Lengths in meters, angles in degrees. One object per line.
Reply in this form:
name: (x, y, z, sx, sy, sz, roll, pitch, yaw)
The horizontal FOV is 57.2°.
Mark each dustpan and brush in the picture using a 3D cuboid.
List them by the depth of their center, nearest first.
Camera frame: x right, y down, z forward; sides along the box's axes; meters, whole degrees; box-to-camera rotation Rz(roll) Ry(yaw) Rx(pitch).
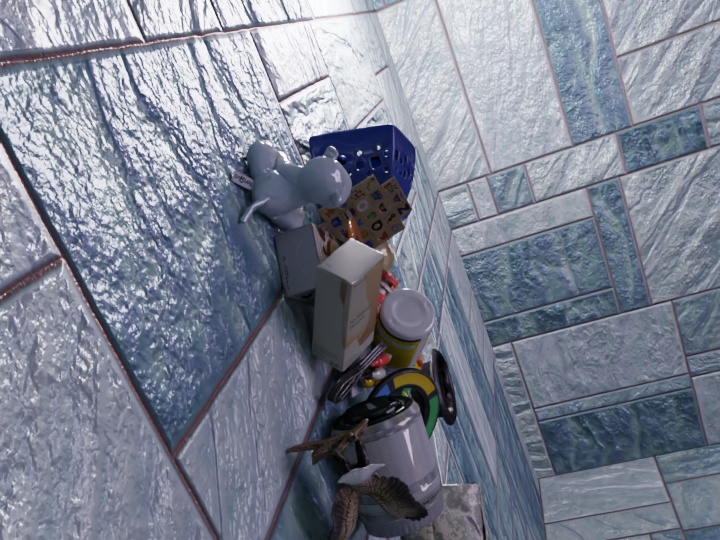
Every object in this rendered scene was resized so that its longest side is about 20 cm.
dustpan and brush: (-0.007, 0.170, 1.322, 0.200, 0.057, 0.141, -2, 87, -67)

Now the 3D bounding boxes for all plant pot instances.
plant pot: (0.011, -0.200, 1.464, 0.200, 0.198, 0.182, 19, 67, -71)

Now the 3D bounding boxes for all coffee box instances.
coffee box: (-0.070, -0.001, 1.207, 0.200, 0.079, 0.114, 27, 48, -68)

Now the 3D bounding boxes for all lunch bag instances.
lunch bag: (0.183, 0.543, 1.353, 0.140, 0.166, 0.201, 57, 23, -43)

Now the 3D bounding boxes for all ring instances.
ring: (0.000, 0.000, 1.249, 0.200, 0.019, 0.202, -13, 90, -83)

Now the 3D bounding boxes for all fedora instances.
fedora: (0.183, 0.309, 1.718, 0.200, 0.091, 0.202, -17, 90, -74)

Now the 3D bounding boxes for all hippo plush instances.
hippo plush: (-0.103, -0.161, 1.115, 0.200, 0.159, 0.161, 17, 58, -71)

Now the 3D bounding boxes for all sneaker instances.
sneaker: (0.026, 0.054, 1.394, 0.067, 0.108, 0.201, 39, 14, 0)

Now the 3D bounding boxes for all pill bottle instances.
pill bottle: (0.078, 0.134, 1.342, 0.201, 0.110, 0.112, 104, -16, -54)

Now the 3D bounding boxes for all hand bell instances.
hand bell: (-0.008, -0.005, 1.451, 0.200, 0.103, 0.105, -37, 110, -60)

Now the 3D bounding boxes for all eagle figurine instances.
eagle figurine: (0.003, 0.328, 0.977, 0.151, 0.151, 0.202, -29, 104, -54)

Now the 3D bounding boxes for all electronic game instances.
electronic game: (0.079, 0.288, 1.293, 0.199, 0.041, 0.202, -11, 108, -35)

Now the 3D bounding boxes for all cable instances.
cable: (0.009, 0.186, 1.190, 0.050, 0.098, 0.200, 34, 16, 12)

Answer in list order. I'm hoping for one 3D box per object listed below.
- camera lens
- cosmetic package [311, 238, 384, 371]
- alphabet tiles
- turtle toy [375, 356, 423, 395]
camera lens: (0.046, 0.326, 1.131, 0.160, 0.159, 0.202, -25, 98, -73)
cosmetic package: (-0.023, 0.060, 1.115, 0.105, 0.071, 0.201, -42, 149, -42)
alphabet tiles: (0.005, -0.104, 1.358, 0.167, 0.199, 0.006, 53, 6, -44)
turtle toy: (0.085, 0.187, 1.499, 0.146, 0.100, 0.202, 31, 45, -67)
